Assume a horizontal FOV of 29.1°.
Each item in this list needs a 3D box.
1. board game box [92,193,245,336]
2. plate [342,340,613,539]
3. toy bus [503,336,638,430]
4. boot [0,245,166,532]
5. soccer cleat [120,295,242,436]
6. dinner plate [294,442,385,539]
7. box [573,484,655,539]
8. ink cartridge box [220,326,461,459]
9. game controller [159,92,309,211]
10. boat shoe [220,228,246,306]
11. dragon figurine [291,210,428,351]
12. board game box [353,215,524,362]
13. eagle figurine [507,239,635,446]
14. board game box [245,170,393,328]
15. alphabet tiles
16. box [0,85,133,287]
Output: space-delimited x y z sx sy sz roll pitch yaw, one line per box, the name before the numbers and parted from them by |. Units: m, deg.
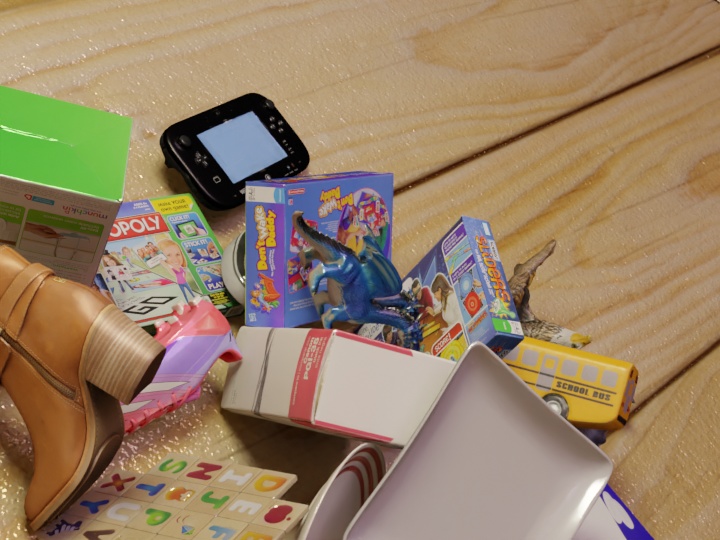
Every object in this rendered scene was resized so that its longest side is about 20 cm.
board game box | -0.213 -0.001 1.296 0.200 0.029 0.135 -13 65 -43
plate | 0.097 0.190 1.151 0.200 0.032 0.200 41 75 -27
toy bus | 0.167 0.108 1.377 0.200 0.078 0.065 14 -7 21
boot | -0.256 0.092 1.076 0.155 0.200 0.077 32 26 6
soccer cleat | -0.181 0.103 1.184 0.200 0.067 0.076 -46 107 -33
dinner plate | -0.027 0.234 1.131 0.024 0.200 0.200 16 38 17
box | 0.167 0.277 1.288 0.184 0.105 0.200 50 42 11
ink cartridge box | -0.016 0.103 1.217 0.146 0.200 0.083 16 82 -27
game controller | -0.127 -0.125 1.445 0.104 0.042 0.200 45 34 6
boat shoe | -0.080 -0.032 1.379 0.069 0.057 0.200 43 31 -9
dragon figurine | 0.000 0.000 1.256 0.099 0.200 0.059 -21 36 -3
board game box | 0.069 0.061 1.327 0.034 0.200 0.135 11 50 -32
eagle figurine | 0.197 0.093 1.479 0.152 0.151 0.200 -26 106 -7
board game box | -0.036 -0.024 1.346 0.200 0.045 0.135 -11 105 -59
alphabet tiles | -0.147 0.197 1.081 0.166 0.200 0.006 -40 127 -48
box | -0.305 -0.059 1.138 0.200 0.177 0.097 12 52 -14
